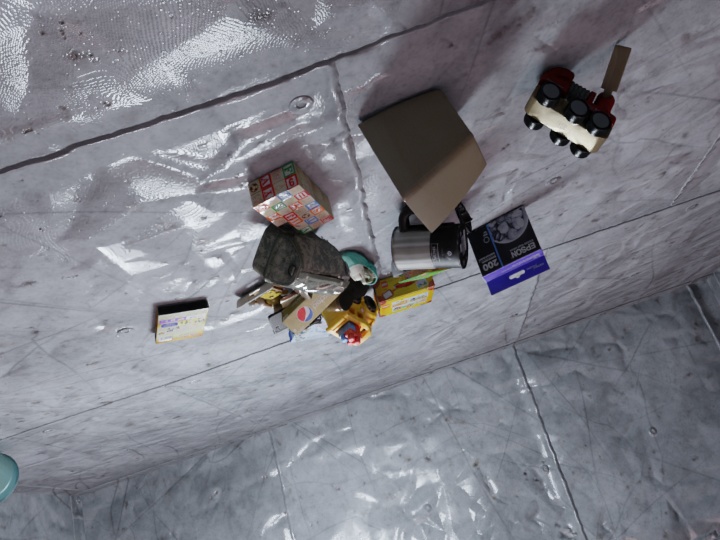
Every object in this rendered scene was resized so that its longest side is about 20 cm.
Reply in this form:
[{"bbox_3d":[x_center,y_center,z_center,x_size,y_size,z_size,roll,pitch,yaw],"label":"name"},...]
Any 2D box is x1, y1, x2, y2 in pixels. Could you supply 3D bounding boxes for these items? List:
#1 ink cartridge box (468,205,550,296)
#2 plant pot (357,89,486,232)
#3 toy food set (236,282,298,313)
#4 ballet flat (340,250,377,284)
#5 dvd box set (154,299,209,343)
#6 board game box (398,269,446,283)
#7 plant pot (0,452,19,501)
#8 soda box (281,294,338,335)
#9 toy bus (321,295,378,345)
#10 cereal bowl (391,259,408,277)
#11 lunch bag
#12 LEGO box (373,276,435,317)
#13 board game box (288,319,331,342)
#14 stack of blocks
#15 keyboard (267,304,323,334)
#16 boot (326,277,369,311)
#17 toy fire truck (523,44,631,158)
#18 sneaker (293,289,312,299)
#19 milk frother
[{"bbox_3d":[0.438,-0.057,1.836,0.195,0.205,0.043,-27,159,21],"label":"ink cartridge box"},{"bbox_3d":[0.139,-0.235,1.239,0.175,0.203,0.199,-36,154,11],"label":"plant pot"},{"bbox_3d":[-0.252,0.091,1.822,0.141,0.062,0.198,-29,156,23],"label":"toy food set"},{"bbox_3d":[0.000,0.000,1.798,0.066,0.072,0.199,-28,156,18],"label":"ballet flat"},{"bbox_3d":[-0.521,0.150,1.784,0.142,0.030,0.201,-9,155,-24],"label":"dvd box set"},{"bbox_3d":[0.183,0.005,1.742,0.094,0.031,0.199,-21,177,28],"label":"board game box"},{"bbox_3d":[-1.389,0.742,2.263,0.194,0.204,0.198,-9,149,-20],"label":"plant pot"},{"bbox_3d":[-0.140,0.090,1.791,0.199,0.064,0.068,-43,113,10],"label":"soda box"},{"bbox_3d":[-0.024,0.168,1.958,0.135,0.195,0.198,-40,133,22],"label":"toy bus"},{"bbox_3d":[0.176,-0.048,1.778,0.194,0.086,0.200,-18,175,-1],"label":"cereal bowl"},{"bbox_3d":[-0.135,-0.014,1.489,0.197,0.167,0.142,13,108,-50],"label":"lunch bag"},{"bbox_3d":[0.144,0.073,2.066,0.194,0.079,0.150,-16,157,-5],"label":"LEGO box"},{"bbox_3d":[-0.135,0.179,2.132,0.194,0.044,0.200,-7,154,-25],"label":"board game box"},{"bbox_3d":[-0.149,-0.150,1.357,0.113,0.060,0.200,-24,157,13],"label":"stack of blocks"},{"bbox_3d":[-0.180,0.138,1.876,0.195,0.021,0.129,-24,132,-9],"label":"keyboard"},{"bbox_3d":[-0.040,0.064,1.858,0.074,0.075,0.199,-17,-165,37],"label":"boot"},{"bbox_3d":[0.455,-0.368,1.258,0.202,0.173,0.129,-55,172,-25],"label":"toy fire truck"},{"bbox_3d":[-0.184,0.009,1.672,0.073,0.072,0.202,-2,143,15],"label":"sneaker"},{"bbox_3d":[0.196,-0.095,1.636,0.183,0.187,0.199,-1,-177,23],"label":"milk frother"}]
